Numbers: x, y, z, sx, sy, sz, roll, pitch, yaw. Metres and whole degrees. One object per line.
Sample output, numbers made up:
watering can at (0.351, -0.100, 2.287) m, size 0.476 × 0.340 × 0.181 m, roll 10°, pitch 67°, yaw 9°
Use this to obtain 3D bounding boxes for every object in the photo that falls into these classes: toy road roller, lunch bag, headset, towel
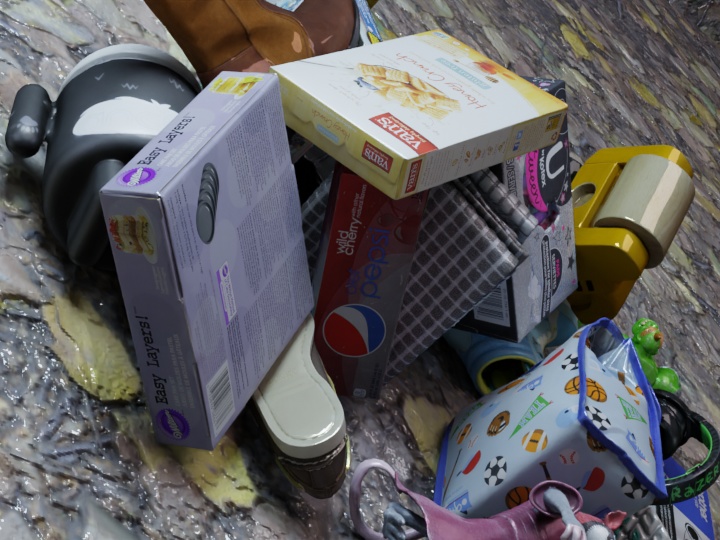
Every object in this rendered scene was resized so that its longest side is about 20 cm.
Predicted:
toy road roller at (0.235, -0.025, 1.369) m, size 0.146 × 0.199 × 0.124 m, roll 49°, pitch 60°, yaw -28°
lunch bag at (0.155, 0.141, 1.187) m, size 0.124 × 0.169 × 0.201 m, roll 44°, pitch 23°, yaw -18°
headset at (0.261, 0.152, 1.405) m, size 0.199 × 0.122 × 0.095 m, roll 30°, pitch -41°, yaw 54°
towel at (0.029, -0.020, 1.187) m, size 0.166 × 0.200 × 0.085 m, roll 48°, pitch 37°, yaw 3°

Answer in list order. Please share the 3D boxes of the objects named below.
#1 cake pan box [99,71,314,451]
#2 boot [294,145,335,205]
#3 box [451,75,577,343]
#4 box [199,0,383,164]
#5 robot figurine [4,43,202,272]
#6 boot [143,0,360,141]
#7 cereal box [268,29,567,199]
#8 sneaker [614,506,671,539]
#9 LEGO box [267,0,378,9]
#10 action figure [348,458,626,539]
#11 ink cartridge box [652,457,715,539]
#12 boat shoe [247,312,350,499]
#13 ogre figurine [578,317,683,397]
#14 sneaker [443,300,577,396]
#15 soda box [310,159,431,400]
cake pan box at (-0.095, -0.007, 0.978) m, size 0.185 × 0.052 × 0.202 m, roll -55°, pitch 143°, yaw -50°
boot at (0.002, -0.082, 1.396) m, size 0.164 × 0.066 × 0.200 m, roll 40°, pitch 21°, yaw 6°
box at (0.107, -0.060, 1.259) m, size 0.114 × 0.131 × 0.203 m, roll -37°, pitch 128°, yaw -43°
box at (-0.068, -0.158, 1.238) m, size 0.040 × 0.200 × 0.138 m, roll 28°, pitch 30°, yaw -39°
robot figurine at (-0.169, -0.078, 1.054) m, size 0.201 × 0.123 × 0.151 m, roll -99°, pitch 165°, yaw -51°
boot at (-0.090, -0.215, 1.088) m, size 0.189 × 0.068 × 0.201 m, roll -55°, pitch 129°, yaw -30°
cereal box at (0.043, -0.123, 1.087) m, size 0.143 × 0.040 × 0.199 m, roll 35°, pitch 36°, yaw 28°
sneaker at (0.215, 0.218, 1.250) m, size 0.091 × 0.078 × 0.200 m, roll 39°, pitch 6°, yaw -43°
LEGO box at (-0.070, -0.287, 1.430) m, size 0.149 × 0.200 × 0.077 m, roll 49°, pitch 25°, yaw 6°
action figure at (0.105, 0.206, 1.054) m, size 0.198 × 0.136 × 0.149 m, roll -10°, pitch 30°, yaw -30°
ink cartridge box at (0.299, 0.256, 1.400) m, size 0.094 × 0.044 × 0.201 m, roll 43°, pitch 24°, yaw -13°
boat shoe at (-0.054, 0.085, 1.065) m, size 0.201 × 0.071 × 0.060 m, roll -121°, pitch -164°, yaw -53°
ogre figurine at (0.279, 0.091, 1.566) m, size 0.201 × 0.098 × 0.120 m, roll 55°, pitch 3°, yaw -20°
sneaker at (0.158, 0.080, 1.399) m, size 0.198 × 0.080 × 0.131 m, roll 7°, pitch 42°, yaw -41°
soda box at (0.000, 0.000, 1.109) m, size 0.069 × 0.202 × 0.064 m, roll 9°, pitch 32°, yaw -6°
